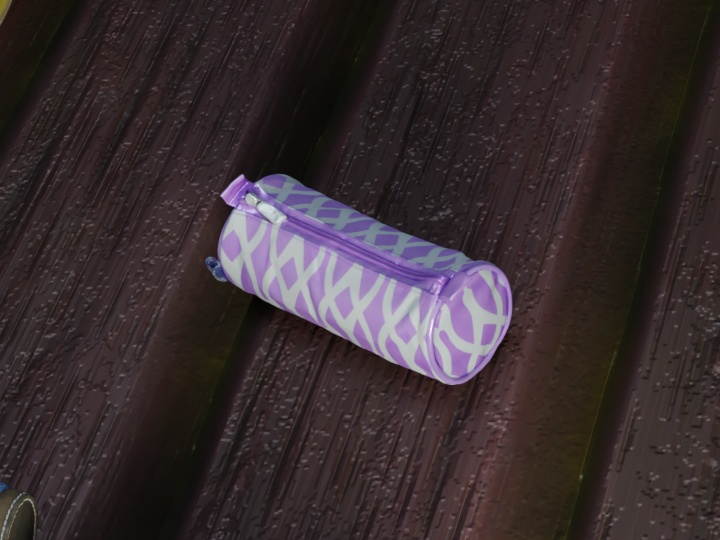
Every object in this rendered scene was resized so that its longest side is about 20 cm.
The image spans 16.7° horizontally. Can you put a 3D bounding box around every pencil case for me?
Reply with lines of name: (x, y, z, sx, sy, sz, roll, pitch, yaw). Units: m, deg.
pencil case: (0.000, 0.000, 1.518, 0.199, 0.086, 0.084, 23, 58, 35)

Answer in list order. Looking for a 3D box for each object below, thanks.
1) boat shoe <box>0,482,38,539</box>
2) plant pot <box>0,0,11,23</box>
boat shoe: (-0.198, 0.211, 1.383, 0.072, 0.072, 0.201, -1, 55, 11)
plant pot: (-0.361, -0.250, 1.832, 0.187, 0.202, 0.201, 16, 50, 13)
